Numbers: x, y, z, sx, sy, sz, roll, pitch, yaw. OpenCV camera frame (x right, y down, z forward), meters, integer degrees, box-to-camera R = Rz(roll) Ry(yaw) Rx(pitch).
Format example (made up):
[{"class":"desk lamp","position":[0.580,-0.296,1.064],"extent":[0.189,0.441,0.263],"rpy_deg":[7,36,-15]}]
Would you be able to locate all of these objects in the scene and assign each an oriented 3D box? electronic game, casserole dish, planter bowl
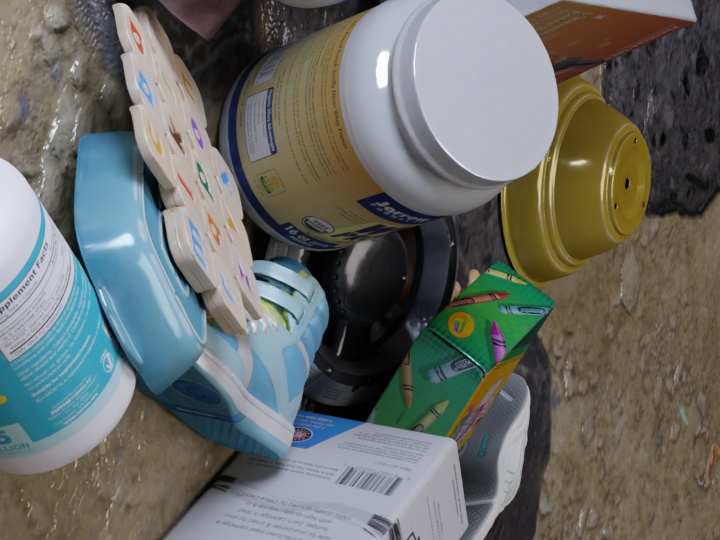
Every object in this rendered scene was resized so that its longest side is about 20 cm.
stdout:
[{"class":"electronic game","position":[0.000,0.000,1.555],"extent":[0.200,0.042,0.201],"rpy_deg":[-15,111,-42]},{"class":"casserole dish","position":[-0.125,-0.012,1.252],"extent":[0.200,0.039,0.121],"rpy_deg":[-100,167,-63]},{"class":"planter bowl","position":[0.203,-0.080,1.896],"extent":[0.200,0.083,0.201],"rpy_deg":[-23,117,-58]}]

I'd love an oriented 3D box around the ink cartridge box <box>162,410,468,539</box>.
[{"class":"ink cartridge box","position":[-0.036,0.190,1.456],"extent":[0.200,0.146,0.084],"rpy_deg":[-48,138,-45]}]

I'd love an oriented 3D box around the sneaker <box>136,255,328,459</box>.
[{"class":"sneaker","position":[-0.084,0.034,1.406],"extent":[0.200,0.079,0.131],"rpy_deg":[56,51,-63]}]

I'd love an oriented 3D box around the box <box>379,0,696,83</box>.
[{"class":"box","position":[0.130,-0.214,1.607],"extent":[0.200,0.152,0.107],"rpy_deg":[-1,73,-52]}]

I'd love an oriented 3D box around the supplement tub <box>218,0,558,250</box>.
[{"class":"supplement tub","position":[0.017,-0.097,1.397],"extent":[0.144,0.200,0.145],"rpy_deg":[10,75,-37]}]

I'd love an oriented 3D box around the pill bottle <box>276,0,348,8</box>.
[{"class":"pill bottle","position":[-0.018,-0.234,1.430],"extent":[0.200,0.112,0.113],"rpy_deg":[-26,119,-57]}]

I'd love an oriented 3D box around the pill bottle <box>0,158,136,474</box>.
[{"class":"pill bottle","position":[-0.205,0.012,1.145],"extent":[0.111,0.111,0.200],"rpy_deg":[-64,145,-31]}]

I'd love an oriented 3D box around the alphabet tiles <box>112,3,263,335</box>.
[{"class":"alphabet tiles","position":[-0.106,-0.062,1.302],"extent":[0.196,0.015,0.200],"rpy_deg":[60,13,-54]}]

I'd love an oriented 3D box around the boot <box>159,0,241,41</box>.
[{"class":"boot","position":[-0.099,-0.257,1.275],"extent":[0.166,0.072,0.200],"rpy_deg":[-42,107,3]}]

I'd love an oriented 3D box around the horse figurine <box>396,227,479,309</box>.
[{"class":"horse figurine","position":[0.047,-0.025,1.660],"extent":[0.133,0.050,0.201],"rpy_deg":[-43,130,-58]}]

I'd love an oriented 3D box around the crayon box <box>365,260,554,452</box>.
[{"class":"crayon box","position":[0.056,0.099,1.593],"extent":[0.119,0.058,0.200],"rpy_deg":[-40,164,-51]}]

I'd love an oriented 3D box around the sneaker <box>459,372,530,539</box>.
[{"class":"sneaker","position":[0.100,0.181,1.783],"extent":[0.200,0.070,0.080],"rpy_deg":[-60,147,-36]}]
